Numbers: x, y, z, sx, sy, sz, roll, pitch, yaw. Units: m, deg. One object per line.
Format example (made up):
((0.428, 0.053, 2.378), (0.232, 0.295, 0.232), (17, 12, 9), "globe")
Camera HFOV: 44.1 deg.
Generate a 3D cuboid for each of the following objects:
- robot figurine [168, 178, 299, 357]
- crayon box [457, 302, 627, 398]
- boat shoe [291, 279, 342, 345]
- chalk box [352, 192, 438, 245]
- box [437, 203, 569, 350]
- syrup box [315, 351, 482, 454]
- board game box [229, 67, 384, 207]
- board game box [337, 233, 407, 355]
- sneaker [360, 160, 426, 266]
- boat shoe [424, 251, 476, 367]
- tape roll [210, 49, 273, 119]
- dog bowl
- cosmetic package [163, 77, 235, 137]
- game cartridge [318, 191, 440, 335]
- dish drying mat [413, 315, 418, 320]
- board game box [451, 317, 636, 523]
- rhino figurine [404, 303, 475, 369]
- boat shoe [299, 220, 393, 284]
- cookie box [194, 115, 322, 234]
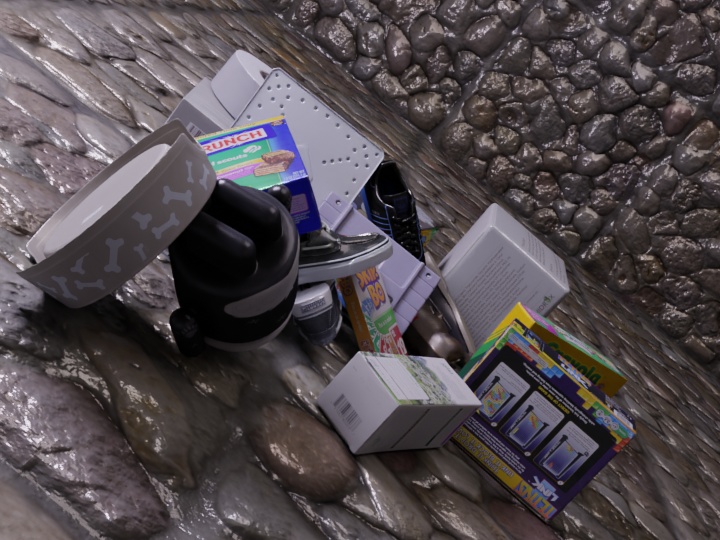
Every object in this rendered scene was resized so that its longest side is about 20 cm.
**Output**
((-0.122, -0.003, 0.858), (0.201, 0.149, 0.126), (100, -30, -62), "robot figurine")
((0.241, 0.162, 1.231), (0.199, 0.173, 0.058), (29, 19, -29), "crayon box")
((-0.054, 0.045, 1.095), (0.200, 0.071, 0.068), (-126, -163, -78), "boat shoe")
((0.021, -0.059, 1.419), (0.124, 0.124, 0.200), (44, 18, 12), "chalk box")
((0.223, 0.025, 1.501), (0.171, 0.200, 0.199), (41, 18, -2), "box")
((0.049, 0.150, 1.008), (0.079, 0.082, 0.199), (50, 19, 28), "syrup box")
((-0.100, -0.146, 1.260), (0.199, 0.201, 0.026), (37, -1, -11), "board game box")
((0.009, 0.042, 1.156), (0.095, 0.030, 0.202), (8, 59, -64), "board game box")
((0.053, -0.062, 1.290), (0.202, 0.070, 0.078), (69, -21, 9), "sneaker")
((0.125, 0.073, 1.390), (0.202, 0.062, 0.073), (64, 9, 1), "boat shoe")
((-0.139, -0.256, 1.404), (0.200, 0.066, 0.201), (40, 15, -13), "tape roll")
((-0.210, -0.048, 0.782), (0.059, 0.199, 0.200), (49, 12, -23), "dog bowl")
((-0.232, -0.217, 1.348), (0.106, 0.090, 0.200), (37, 14, -11), "cosmetic package")
((0.000, 0.000, 1.230), (0.199, 0.130, 0.038), (38, -25, -3), "game cartridge")
((-0.007, 0.012, 1.290), (0.076, 0.018, 0.200), (-26, 61, -33), "dish drying mat")
((0.216, 0.189, 1.120), (0.200, 0.166, 0.057), (41, 19, 5), "board game box")
((0.084, 0.076, 1.317), (0.200, 0.060, 0.087), (48, 16, 31), "rhino figurine")
((-0.056, -0.026, 1.067), (0.198, 0.072, 0.072), (-13, 11, -18), "boat shoe")
((-0.150, -0.103, 1.079), (0.200, 0.169, 0.076), (-115, -170, -58), "cookie box")
